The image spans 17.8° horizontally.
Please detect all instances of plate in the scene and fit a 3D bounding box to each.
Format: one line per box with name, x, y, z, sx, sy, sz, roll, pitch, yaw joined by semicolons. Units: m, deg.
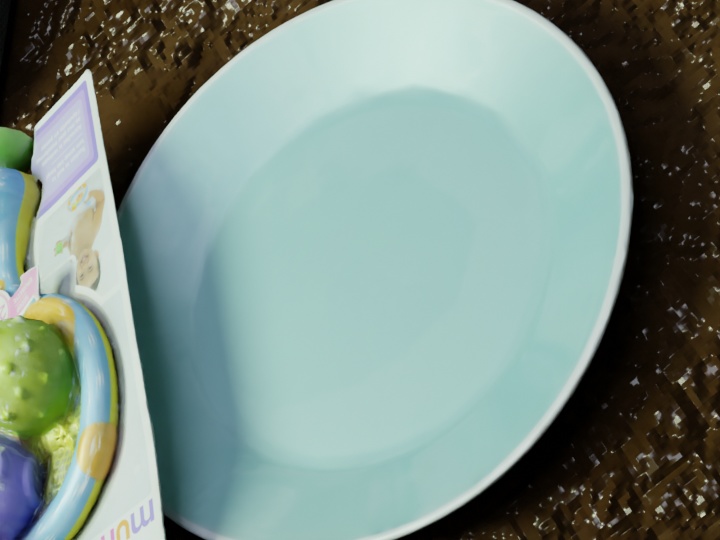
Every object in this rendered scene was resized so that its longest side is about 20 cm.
plate;0.000;0.000;0.744;0.199;0.026;0.201;-14;61;25

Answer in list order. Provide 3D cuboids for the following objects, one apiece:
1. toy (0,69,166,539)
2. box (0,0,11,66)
toy;-0.124;0.037;0.770;0.115;0.047;0.201;-39;46;36
box;-0.210;-0.138;0.929;0.157;0.051;0.201;-9;62;27
